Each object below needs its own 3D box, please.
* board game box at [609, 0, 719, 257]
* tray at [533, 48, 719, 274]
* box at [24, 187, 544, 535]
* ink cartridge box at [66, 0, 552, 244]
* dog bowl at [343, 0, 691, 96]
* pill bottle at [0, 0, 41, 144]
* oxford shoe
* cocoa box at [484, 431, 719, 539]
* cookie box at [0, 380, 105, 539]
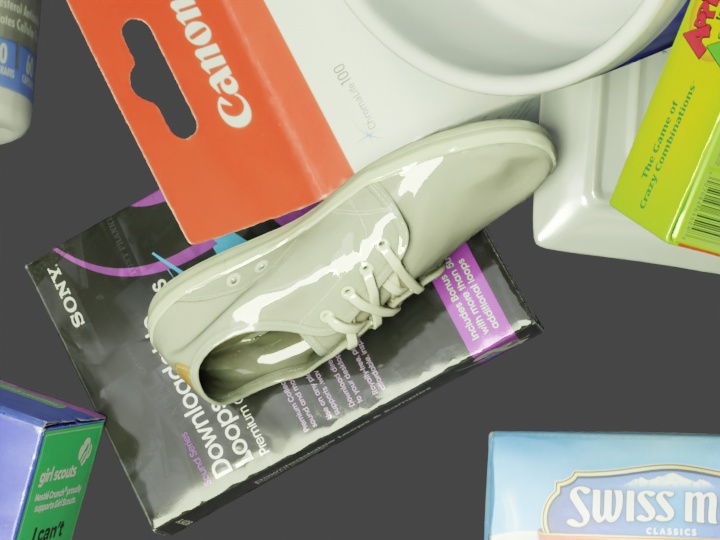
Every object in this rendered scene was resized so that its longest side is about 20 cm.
[{"bbox_3d":[0.182,-0.098,0.884,0.101,0.048,0.200,14,104,-30],"label":"board game box"},{"bbox_3d":[0.135,-0.103,1.031,0.107,0.022,0.200,8,81,-19],"label":"tray"},{"bbox_3d":[-0.037,0.013,1.065,0.200,0.036,0.143,-30,76,6],"label":"box"},{"bbox_3d":[-0.018,-0.118,1.031,0.200,0.047,0.160,-21,75,-25],"label":"ink cartridge box"},{"bbox_3d":[0.071,-0.176,0.940,0.200,0.079,0.201,13,112,37],"label":"dog bowl"},{"bbox_3d":[-0.203,-0.166,1.088,0.114,0.114,0.200,1,82,12],"label":"pill bottle"},{"bbox_3d":[0.000,0.000,1.002,0.200,0.075,0.058,-29,55,12],"label":"oxford shoe"},{"bbox_3d":[0.123,0.137,0.927,0.133,0.200,0.132,1,81,11],"label":"cocoa box"},{"bbox_3d":[-0.227,0.136,1.048,0.171,0.075,0.200,18,96,14],"label":"cookie box"}]
